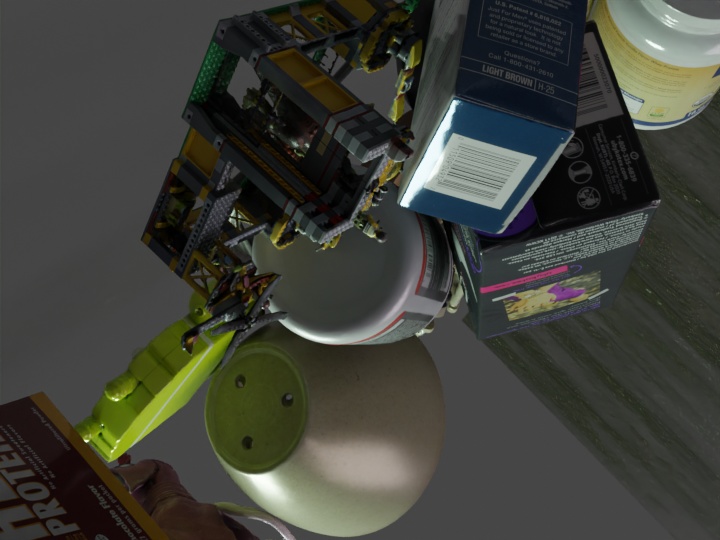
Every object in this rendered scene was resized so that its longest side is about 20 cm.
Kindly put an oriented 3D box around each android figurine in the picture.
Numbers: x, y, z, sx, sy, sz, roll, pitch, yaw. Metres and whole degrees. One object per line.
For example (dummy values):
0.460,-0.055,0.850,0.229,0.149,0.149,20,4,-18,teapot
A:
-0.147,0.076,0.813,0.182,0.041,0.200,-50,174,27,android figurine

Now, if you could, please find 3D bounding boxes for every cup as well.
-0.047,0.119,0.869,0.201,0.201,0.143,-47,152,13,cup

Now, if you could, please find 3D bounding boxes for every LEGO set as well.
-0.021,-0.047,0.555,0.201,0.116,0.153,-57,164,28,LEGO set

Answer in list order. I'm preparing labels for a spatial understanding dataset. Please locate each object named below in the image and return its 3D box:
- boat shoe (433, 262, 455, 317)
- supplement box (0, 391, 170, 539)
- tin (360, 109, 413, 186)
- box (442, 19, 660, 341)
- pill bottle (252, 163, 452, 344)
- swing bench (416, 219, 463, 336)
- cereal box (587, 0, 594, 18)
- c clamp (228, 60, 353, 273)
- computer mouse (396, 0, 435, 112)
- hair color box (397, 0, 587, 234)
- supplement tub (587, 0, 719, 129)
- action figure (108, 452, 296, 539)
-0.001,-0.001,0.910,0.199,0.074,0.064,5,110,-34,boat shoe
-0.252,0.201,0.599,0.200,0.133,0.197,-47,171,14,supplement box
0.027,-0.078,0.948,0.112,0.042,0.201,-43,171,-43,tin
0.108,-0.046,0.670,0.104,0.124,0.200,-14,162,1,box
0.005,-0.005,0.755,0.116,0.116,0.200,-46,167,6,pill bottle
0.052,0.010,1.152,0.200,0.130,0.199,-44,170,-12,swing bench
0.140,-0.163,0.926,0.201,0.039,0.144,-53,167,-21,cereal box
-0.042,-0.064,0.725,0.171,0.027,0.200,-44,170,-14,c clamp
0.084,-0.146,0.720,0.199,0.052,0.141,-8,108,-65,computer mouse
0.073,-0.133,0.533,0.100,0.060,0.203,119,-16,-62,hair color box
0.279,-0.228,0.933,0.144,0.144,0.200,-43,169,-11,supplement tub
-0.169,0.212,0.931,0.148,0.200,0.135,-37,133,-13,action figure
